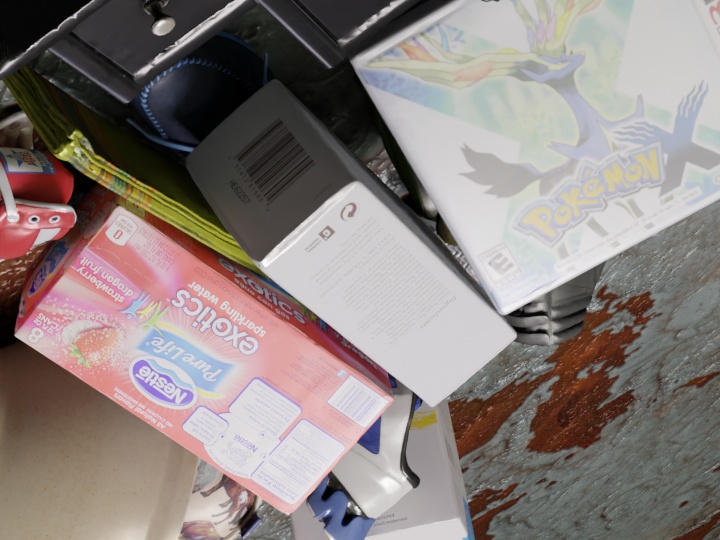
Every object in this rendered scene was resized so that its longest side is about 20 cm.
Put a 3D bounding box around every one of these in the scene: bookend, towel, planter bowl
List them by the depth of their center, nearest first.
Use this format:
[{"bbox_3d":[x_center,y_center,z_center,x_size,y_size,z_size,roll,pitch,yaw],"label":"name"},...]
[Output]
[{"bbox_3d":[-0.061,-0.147,0.763,0.200,0.092,0.199,-33,155,10],"label":"bookend"},{"bbox_3d":[-0.115,-0.056,0.859,0.018,0.086,0.200,-44,147,9],"label":"towel"},{"bbox_3d":[-0.201,0.121,1.034,0.134,0.201,0.200,18,133,-24],"label":"planter bowl"}]

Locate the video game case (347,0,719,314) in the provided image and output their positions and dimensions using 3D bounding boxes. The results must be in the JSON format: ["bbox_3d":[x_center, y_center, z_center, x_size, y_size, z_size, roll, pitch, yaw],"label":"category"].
[{"bbox_3d":[0.122,-0.093,0.869,0.200,0.022,0.183,-29,116,8],"label":"video game case"}]

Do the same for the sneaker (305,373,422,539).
[{"bbox_3d":[-0.021,0.093,1.149,0.115,0.200,0.081,-33,174,-7],"label":"sneaker"}]

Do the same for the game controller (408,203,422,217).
[{"bbox_3d":[0.099,-0.012,1.216,0.200,0.042,0.105,-13,110,-33],"label":"game controller"}]

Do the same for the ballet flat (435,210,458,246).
[{"bbox_3d":[0.106,-0.082,0.918,0.200,0.057,0.066,-53,174,31],"label":"ballet flat"}]

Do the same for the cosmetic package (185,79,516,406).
[{"bbox_3d":[-0.001,-0.011,0.897,0.074,0.102,0.200,-41,139,5],"label":"cosmetic package"}]

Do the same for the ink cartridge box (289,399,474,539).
[{"bbox_3d":[0.006,0.126,1.251,0.125,0.201,0.129,-13,156,5],"label":"ink cartridge box"}]

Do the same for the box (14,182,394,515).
[{"bbox_3d":[-0.090,0.037,0.937,0.200,0.095,0.103,36,105,-19],"label":"box"}]

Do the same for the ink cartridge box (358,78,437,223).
[{"bbox_3d":[0.074,-0.133,0.963,0.148,0.076,0.200,-28,150,-2],"label":"ink cartridge box"}]

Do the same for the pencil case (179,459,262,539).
[{"bbox_3d":[-0.114,0.135,1.154,0.089,0.078,0.200,-18,-169,-6],"label":"pencil case"}]

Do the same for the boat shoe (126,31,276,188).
[{"bbox_3d":[-0.061,-0.078,0.920,0.084,0.069,0.200,-37,152,16],"label":"boat shoe"}]

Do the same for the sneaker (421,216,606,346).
[{"bbox_3d":[0.108,0.009,1.162,0.200,0.071,0.099,-1,108,-42],"label":"sneaker"}]

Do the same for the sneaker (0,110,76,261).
[{"bbox_3d":[-0.213,-0.048,0.809,0.112,0.071,0.200,-25,163,-2],"label":"sneaker"}]

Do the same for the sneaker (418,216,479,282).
[{"bbox_3d":[0.000,0.000,1.080,0.199,0.076,0.114,-4,179,26],"label":"sneaker"}]
